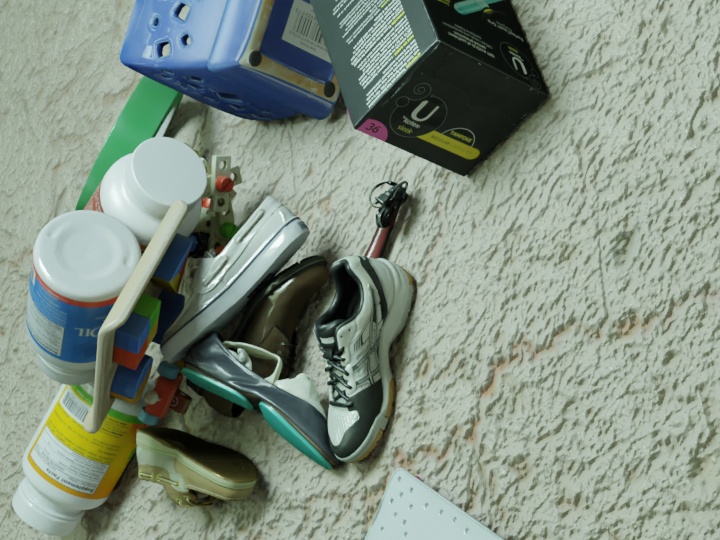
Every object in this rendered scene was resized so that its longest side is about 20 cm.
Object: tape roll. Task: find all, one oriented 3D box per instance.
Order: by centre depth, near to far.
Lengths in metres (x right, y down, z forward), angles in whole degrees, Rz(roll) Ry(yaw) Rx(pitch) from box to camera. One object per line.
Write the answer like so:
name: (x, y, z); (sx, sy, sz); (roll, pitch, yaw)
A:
tape roll: (-0.274, -0.145, 1.950); (0.201, 0.048, 0.200); (-61, 6, 10)

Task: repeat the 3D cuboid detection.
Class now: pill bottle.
pill bottle: (-0.296, 0.036, 1.727); (0.200, 0.112, 0.112); (111, 155, -54)
pill bottle: (-0.240, -0.058, 1.767); (0.200, 0.112, 0.112); (133, 140, -52)
pill bottle: (-0.323, 0.205, 1.887); (0.200, 0.111, 0.111); (-59, 39, 16)

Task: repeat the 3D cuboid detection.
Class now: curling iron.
curling iron: (0.000, 0.000, 1.625); (0.026, 0.050, 0.200); (29, 103, 32)

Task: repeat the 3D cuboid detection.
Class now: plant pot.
plant pot: (-0.110, -0.274, 1.754); (0.180, 0.200, 0.200); (16, 87, 46)

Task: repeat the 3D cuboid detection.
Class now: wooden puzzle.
wooden puzzle: (-0.220, 0.053, 1.667); (0.200, 0.046, 0.185); (112, -179, -50)

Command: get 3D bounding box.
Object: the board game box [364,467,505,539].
board game box: (0.056, 0.303, 1.437); (0.200, 0.026, 0.200); (29, 98, 53)

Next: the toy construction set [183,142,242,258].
toy construction set: (-0.186, -0.080, 1.866); (0.200, 0.092, 0.131); (12, 84, 64)

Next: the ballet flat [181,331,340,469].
ballet flat: (-0.088, 0.121, 1.629); (0.200, 0.073, 0.073); (30, 100, 23)

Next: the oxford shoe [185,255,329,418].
oxford shoe: (-0.089, 0.072, 1.700); (0.084, 0.073, 0.200); (43, 104, 20)

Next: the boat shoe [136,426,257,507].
boat shoe: (-0.176, 0.219, 1.739); (0.200, 0.074, 0.067); (16, 100, 55)

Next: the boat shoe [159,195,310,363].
boat shoe: (-0.142, 0.008, 1.674); (0.066, 0.072, 0.200); (45, 98, 9)

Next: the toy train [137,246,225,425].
toy train: (-0.173, 0.073, 1.766); (0.150, 0.056, 0.200); (-76, 10, -82)

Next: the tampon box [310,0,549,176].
tampon box: (0.061, -0.218, 1.553); (0.126, 0.150, 0.200); (-44, 44, 30)

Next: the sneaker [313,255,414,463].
sneaker: (-0.014, 0.082, 1.572); (0.076, 0.088, 0.200); (-2, 74, 49)
